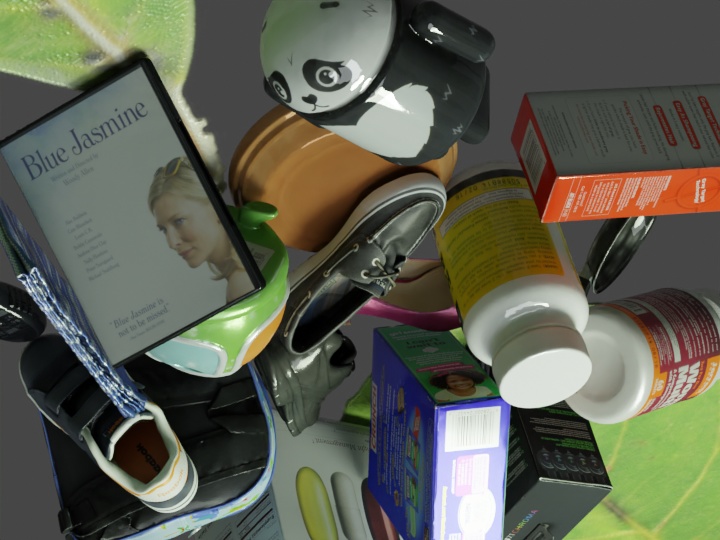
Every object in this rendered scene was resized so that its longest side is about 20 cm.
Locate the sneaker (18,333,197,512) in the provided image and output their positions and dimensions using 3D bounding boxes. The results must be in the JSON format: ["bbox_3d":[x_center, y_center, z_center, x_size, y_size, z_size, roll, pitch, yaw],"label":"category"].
[{"bbox_3d":[-0.217,0.119,1.587,0.079,0.200,0.080,-47,165,-11],"label":"sneaker"}]

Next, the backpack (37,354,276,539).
[{"bbox_3d":[-0.176,0.152,1.690,0.198,0.185,0.147,-15,166,1],"label":"backpack"}]

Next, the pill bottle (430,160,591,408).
[{"bbox_3d":[0.132,0.013,1.606,0.110,0.201,0.112,-10,142,-8],"label":"pill bottle"}]

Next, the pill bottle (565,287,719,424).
[{"bbox_3d":[0.278,0.075,1.772,0.199,0.110,0.110,-10,150,-48],"label":"pill bottle"}]

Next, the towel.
[{"bbox_3d":[-0.241,0.019,1.508,0.024,0.145,0.201,-32,136,-3],"label":"towel"}]

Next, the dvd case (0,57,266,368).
[{"bbox_3d":[-0.178,-0.044,1.451,0.142,0.201,0.018,-28,-179,15],"label":"dvd case"}]

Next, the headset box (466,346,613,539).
[{"bbox_3d":[0.142,0.184,1.827,0.092,0.201,0.174,10,135,-30],"label":"headset box"}]

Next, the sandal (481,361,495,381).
[{"bbox_3d":[0.142,0.064,1.730,0.059,0.207,0.080,33,111,3],"label":"sandal"}]

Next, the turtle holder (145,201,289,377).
[{"bbox_3d":[-0.150,0.018,1.546,0.183,0.142,0.133,-4,134,-5],"label":"turtle holder"}]

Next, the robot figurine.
[{"bbox_3d":[0.015,-0.153,1.415,0.199,0.125,0.151,25,108,-42],"label":"robot figurine"}]

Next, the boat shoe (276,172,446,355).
[{"bbox_3d":[0.000,0.000,1.586,0.199,0.067,0.070,-37,137,19],"label":"boat shoe"}]

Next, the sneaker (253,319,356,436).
[{"bbox_3d":[-0.045,0.095,1.723,0.090,0.076,0.200,-26,166,-5],"label":"sneaker"}]

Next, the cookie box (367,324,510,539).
[{"bbox_3d":[0.069,0.160,1.723,0.074,0.200,0.173,-4,110,-16],"label":"cookie box"}]

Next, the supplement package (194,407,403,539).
[{"bbox_3d":[-0.046,0.267,1.850,0.190,0.201,0.147,13,135,-34],"label":"supplement package"}]

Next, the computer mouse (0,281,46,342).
[{"bbox_3d":[-0.344,0.007,1.568,0.058,0.034,0.199,-18,143,36],"label":"computer mouse"}]

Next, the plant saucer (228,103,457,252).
[{"bbox_3d":[-0.011,-0.079,1.573,0.198,0.038,0.201,-10,142,-8],"label":"plant saucer"}]

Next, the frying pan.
[{"bbox_3d":[0.217,0.000,1.692,0.191,0.031,0.115,-55,162,-2],"label":"frying pan"}]

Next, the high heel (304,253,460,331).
[{"bbox_3d":[0.045,0.006,1.678,0.198,0.068,0.096,0,153,1],"label":"high heel"}]

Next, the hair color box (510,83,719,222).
[{"bbox_3d":[0.238,-0.101,1.585,0.198,0.102,0.062,-4,141,-15],"label":"hair color box"}]
